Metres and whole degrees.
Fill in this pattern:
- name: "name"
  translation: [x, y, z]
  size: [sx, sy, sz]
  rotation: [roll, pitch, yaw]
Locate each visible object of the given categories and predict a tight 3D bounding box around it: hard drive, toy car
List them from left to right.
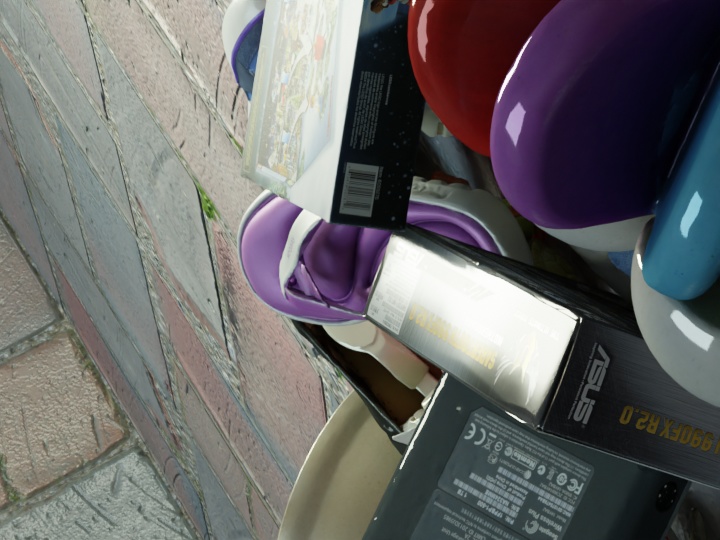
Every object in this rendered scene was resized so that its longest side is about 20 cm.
- name: "hard drive"
  translation: [0.054, 0.147, 1.231]
  size: [0.139, 0.201, 0.033]
  rotation: [27, -179, 43]
- name: "toy car"
  translation: [0.094, -0.062, 0.828]
  size: [0.200, 0.149, 0.176]
  rotation: [51, 130, 41]

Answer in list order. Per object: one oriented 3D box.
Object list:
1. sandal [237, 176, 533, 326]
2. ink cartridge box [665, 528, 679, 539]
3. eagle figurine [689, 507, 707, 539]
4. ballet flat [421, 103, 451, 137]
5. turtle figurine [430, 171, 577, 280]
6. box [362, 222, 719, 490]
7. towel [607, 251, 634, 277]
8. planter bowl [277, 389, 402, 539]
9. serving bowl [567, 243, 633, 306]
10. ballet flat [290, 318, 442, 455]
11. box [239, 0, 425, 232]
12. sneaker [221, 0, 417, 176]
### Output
- name: "sandal"
  translation: [-0.003, -0.007, 1.290]
  size: [0.202, 0.050, 0.083]
  rotation: [-8, 111, 51]
- name: "ink cartridge box"
  translation: [0.123, 0.224, 1.330]
  size: [0.147, 0.083, 0.200]
  rotation: [57, -150, -9]
- name: "eagle figurine"
  translation: [0.196, 0.205, 1.241]
  size: [0.200, 0.151, 0.152]
  rotation: [34, -144, -9]
- name: "ballet flat"
  translation: [0.036, -0.100, 1.283]
  size: [0.072, 0.072, 0.200]
  rotation: [65, 174, -18]
- name: "turtle figurine"
  translation: [0.090, 0.031, 1.360]
  size: [0.200, 0.064, 0.162]
  rotation: [65, -171, -78]
- name: "box"
  translation: [0.108, 0.042, 1.129]
  size: [0.158, 0.049, 0.200]
  rotation: [19, -175, -24]
- name: "towel"
  translation: [0.156, -0.018, 0.929]
  size: [0.200, 0.048, 0.112]
  rotation: [37, 119, 57]
- name: "planter bowl"
  translation: [0.063, 0.160, 1.526]
  size: [0.134, 0.200, 0.201]
  rotation: [18, 143, 32]
- name: "serving bowl"
  translation: [0.105, -0.056, 1.106]
  size: [0.201, 0.066, 0.200]
  rotation: [57, 166, 22]
- name: "ballet flat"
  translation: [0.029, 0.063, 1.440]
  size: [0.200, 0.068, 0.068]
  rotation: [39, -178, 16]
- name: "box"
  translation: [-0.003, -0.128, 1.210]
  size: [0.137, 0.037, 0.201]
  rotation: [-149, 67, -69]
- name: "sneaker"
  translation: [-0.006, -0.071, 1.496]
  size: [0.147, 0.080, 0.200]
  rotation: [56, 167, 21]
